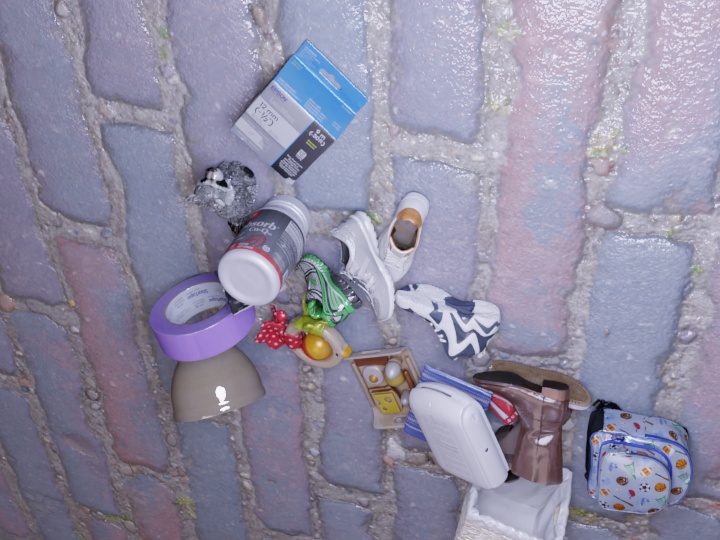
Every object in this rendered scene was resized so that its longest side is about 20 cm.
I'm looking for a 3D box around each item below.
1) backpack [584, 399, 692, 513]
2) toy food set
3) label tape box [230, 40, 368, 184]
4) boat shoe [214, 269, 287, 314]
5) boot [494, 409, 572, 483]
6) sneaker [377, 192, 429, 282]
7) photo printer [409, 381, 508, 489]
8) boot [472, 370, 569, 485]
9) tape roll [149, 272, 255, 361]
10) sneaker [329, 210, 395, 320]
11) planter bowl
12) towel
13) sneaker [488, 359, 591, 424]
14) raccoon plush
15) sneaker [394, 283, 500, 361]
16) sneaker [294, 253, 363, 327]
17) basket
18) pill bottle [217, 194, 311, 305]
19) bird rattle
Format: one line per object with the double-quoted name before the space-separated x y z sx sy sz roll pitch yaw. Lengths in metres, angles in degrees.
"backpack" 0.520 0.356 1.633 0.188 0.155 0.202 0 123 9
"toy food set" 0.055 0.242 1.778 0.142 0.061 0.202 -9 121 26
"label tape box" -0.103 -0.258 1.455 0.143 0.066 0.200 41 131 -12
"boat shoe" -0.203 0.015 1.642 0.074 0.200 0.094 -27 91 15
"boot" 0.314 0.343 1.696 0.199 0.147 0.070 -34 105 36
"sneaker" 0.062 -0.041 1.544 0.072 0.085 0.201 20 134 4
"photo printer" 0.179 0.300 1.642 0.166 0.069 0.202 10 132 55
"boot" 0.288 0.295 1.612 0.184 0.064 0.203 9 107 22
"tape roll" -0.307 0.087 1.709 0.198 0.201 0.066 -2 126 23
"sneaker" 0.000 0.000 1.564 0.075 0.081 0.202 6 118 70
"planter bowl" -0.310 0.221 1.837 0.198 0.200 0.137 -12 94 28
"towel" 0.171 0.280 1.728 0.143 0.024 0.202 21 130 8
"sneaker" 0.334 0.248 1.666 0.198 0.071 0.114 17 127 19
"raccoon plush" -0.238 -0.102 1.580 0.096 0.135 0.202 -5 124 23
"sneaker" 0.152 0.108 1.624 0.196 0.080 0.131 11 121 0
"sneaker" -0.077 0.035 1.607 0.085 0.200 0.078 -40 124 -7
"basket" 0.304 0.490 1.781 0.198 0.199 0.162 21 133 4
"pill bottle" -0.164 -0.041 1.554 0.114 0.201 0.117 10 129 13
"bird rattle" -0.106 0.134 1.724 0.199 0.113 0.163 -31 109 37
